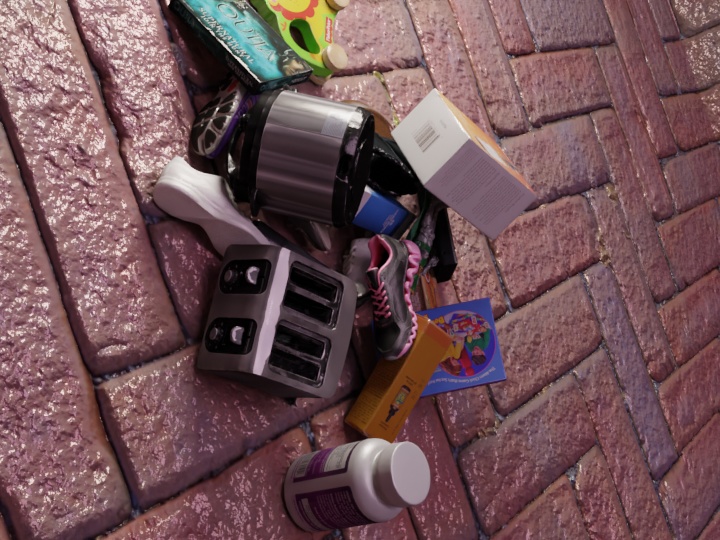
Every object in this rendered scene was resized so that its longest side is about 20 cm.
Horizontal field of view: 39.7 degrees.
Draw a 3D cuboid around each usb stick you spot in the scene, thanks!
[{"bbox_3d":[-0.091,-0.003,1.493,0.199,0.033,0.056,35,65,-18],"label":"usb stick"}]

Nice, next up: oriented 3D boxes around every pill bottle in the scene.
[{"bbox_3d":[-0.003,0.295,1.377,0.111,0.198,0.114,22,59,-42],"label":"pill bottle"}]

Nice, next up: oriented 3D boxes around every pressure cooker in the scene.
[{"bbox_3d":[-0.090,-0.166,1.412,0.176,0.197,0.181,-55,156,-71],"label":"pressure cooker"}]

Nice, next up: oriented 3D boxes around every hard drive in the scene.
[{"bbox_3d":[0.132,-0.092,1.766,0.140,0.032,0.203,93,-13,-77],"label":"hard drive"}]

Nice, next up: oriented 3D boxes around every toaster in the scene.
[{"bbox_3d":[-0.108,0.079,1.381,0.199,0.118,0.184,26,71,-39],"label":"toaster"}]

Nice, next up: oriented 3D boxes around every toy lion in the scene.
[{"bbox_3d":[-0.111,-0.438,1.671,0.190,0.068,0.203,19,61,-36],"label":"toy lion"}]

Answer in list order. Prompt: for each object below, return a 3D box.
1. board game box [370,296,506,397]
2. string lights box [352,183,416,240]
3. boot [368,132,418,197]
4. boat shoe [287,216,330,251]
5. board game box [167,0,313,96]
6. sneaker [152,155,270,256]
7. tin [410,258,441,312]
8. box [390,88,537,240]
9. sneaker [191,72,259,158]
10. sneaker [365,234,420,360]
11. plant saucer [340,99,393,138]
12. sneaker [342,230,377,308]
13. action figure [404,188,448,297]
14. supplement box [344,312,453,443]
[{"bbox_3d":[0.125,0.131,1.611,0.045,0.197,0.137,75,4,-80],"label":"board game box"},{"bbox_3d":[0.002,-0.114,1.590,0.103,0.059,0.199,44,11,26],"label":"string lights box"},{"bbox_3d":[0.049,-0.167,1.612,0.197,0.074,0.163,29,14,-33],"label":"boot"},{"bbox_3d":[-0.109,-0.116,1.548,0.067,0.056,0.202,-71,137,-71],"label":"boat shoe"},{"bbox_3d":[-0.179,-0.350,1.507,0.200,0.028,0.135,46,37,12],"label":"board game box"},{"bbox_3d":[-0.195,-0.088,1.408,0.199,0.075,0.089,39,41,-25],"label":"sneaker"},{"bbox_3d":[0.111,0.067,1.706,0.112,0.041,0.203,35,44,-72],"label":"tin"},{"bbox_3d":[0.168,-0.171,1.617,0.199,0.106,0.153,31,21,-42],"label":"box"},{"bbox_3d":[-0.181,-0.230,1.485,0.084,0.080,0.201,53,41,-28],"label":"sneaker"},{"bbox_3d":[0.037,0.036,1.527,0.095,0.078,0.203,28,56,-45],"label":"sneaker"},{"bbox_3d":[0.018,-0.208,1.741,0.199,0.036,0.203,23,58,-42],"label":"plant saucer"},{"bbox_3d":[0.000,0.000,1.622,0.087,0.074,0.200,46,39,-3],"label":"sneaker"},{"bbox_3d":[0.094,-0.025,1.628,0.203,0.054,0.118,-69,159,-4],"label":"action figure"},{"bbox_3d":[0.059,0.168,1.540,0.066,0.068,0.202,37,79,-34],"label":"supplement box"}]
